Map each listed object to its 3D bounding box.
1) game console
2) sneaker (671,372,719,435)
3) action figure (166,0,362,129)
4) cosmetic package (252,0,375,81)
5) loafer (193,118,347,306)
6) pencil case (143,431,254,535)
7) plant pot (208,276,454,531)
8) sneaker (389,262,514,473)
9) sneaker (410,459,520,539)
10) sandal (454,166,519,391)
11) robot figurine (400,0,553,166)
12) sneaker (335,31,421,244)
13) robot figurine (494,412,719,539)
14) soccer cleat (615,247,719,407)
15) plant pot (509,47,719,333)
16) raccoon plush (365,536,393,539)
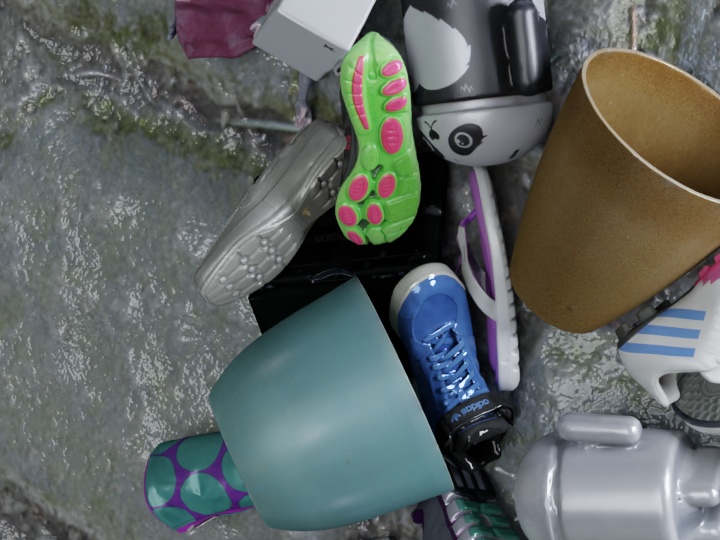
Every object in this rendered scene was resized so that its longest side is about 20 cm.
[{"bbox_3d":[0.000,0.000,1.677,0.199,0.116,0.177,-6,65,24],"label":"game console"},{"bbox_3d":[0.359,0.144,1.506,0.077,0.146,0.202,-54,28,-15],"label":"sneaker"},{"bbox_3d":[-0.071,-0.230,1.653,0.199,0.134,0.149,15,60,9],"label":"action figure"},{"bbox_3d":[-0.010,-0.272,1.544,0.071,0.101,0.201,29,74,-10],"label":"cosmetic package"},{"bbox_3d":[-0.080,-0.053,1.635,0.200,0.070,0.070,-46,50,-9],"label":"loafer"},{"bbox_3d":[-0.100,0.192,1.709,0.199,0.085,0.093,-13,80,25],"label":"pencil case"},{"bbox_3d":[-0.034,0.129,1.553,0.160,0.201,0.201,-25,86,-2],"label":"plant pot"},{"bbox_3d":[0.083,0.091,1.559,0.111,0.076,0.200,53,159,42],"label":"sneaker"},{"bbox_3d":[0.100,0.262,1.607,0.088,0.074,0.200,-59,32,30],"label":"sneaker"},{"bbox_3d":[0.106,0.009,1.592,0.050,0.082,0.204,-9,95,0],"label":"sandal"},{"bbox_3d":[0.098,-0.189,1.549,0.124,0.150,0.201,-6,94,11],"label":"robot figurine"},{"bbox_3d":[0.017,-0.112,1.565,0.076,0.084,0.201,5,120,2],"label":"sneaker"},{"bbox_3d":[0.217,0.192,1.554,0.199,0.113,0.170,-2,119,23],"label":"robot figurine"},{"bbox_3d":[0.297,0.038,1.489,0.200,0.070,0.087,-43,73,38],"label":"soccer cleat"},{"bbox_3d":[0.211,-0.049,1.506,0.186,0.186,0.200,43,126,13],"label":"plant pot"},{"bbox_3d":[-0.044,0.343,1.706,0.199,0.097,0.135,-17,98,24],"label":"raccoon plush"}]
